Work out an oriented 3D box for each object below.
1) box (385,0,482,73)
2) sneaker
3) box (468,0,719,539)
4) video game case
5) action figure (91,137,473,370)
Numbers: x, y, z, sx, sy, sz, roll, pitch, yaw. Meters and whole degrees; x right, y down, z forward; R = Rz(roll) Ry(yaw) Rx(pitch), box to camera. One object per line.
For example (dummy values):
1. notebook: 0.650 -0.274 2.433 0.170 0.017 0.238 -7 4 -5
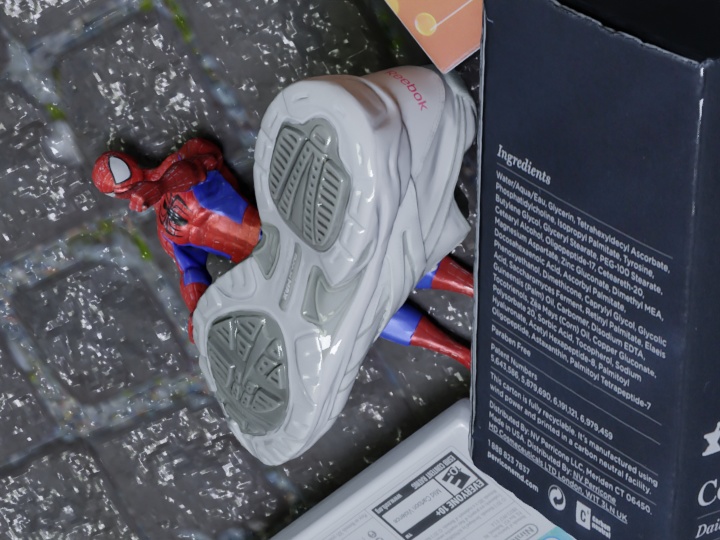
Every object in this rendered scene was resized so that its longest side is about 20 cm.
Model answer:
1. box: 0.027 -0.198 0.917 0.124 0.098 0.200 -35 99 32
2. sneaker: 0.000 0.000 0.973 0.078 0.099 0.201 50 139 24
3. box: 0.151 -0.020 0.880 0.124 0.199 0.198 31 130 49
4. video game case: 0.042 0.167 1.113 0.182 0.024 0.200 41 123 -16
5. action figure: -0.036 0.003 1.046 0.199 0.099 0.066 26 120 12
